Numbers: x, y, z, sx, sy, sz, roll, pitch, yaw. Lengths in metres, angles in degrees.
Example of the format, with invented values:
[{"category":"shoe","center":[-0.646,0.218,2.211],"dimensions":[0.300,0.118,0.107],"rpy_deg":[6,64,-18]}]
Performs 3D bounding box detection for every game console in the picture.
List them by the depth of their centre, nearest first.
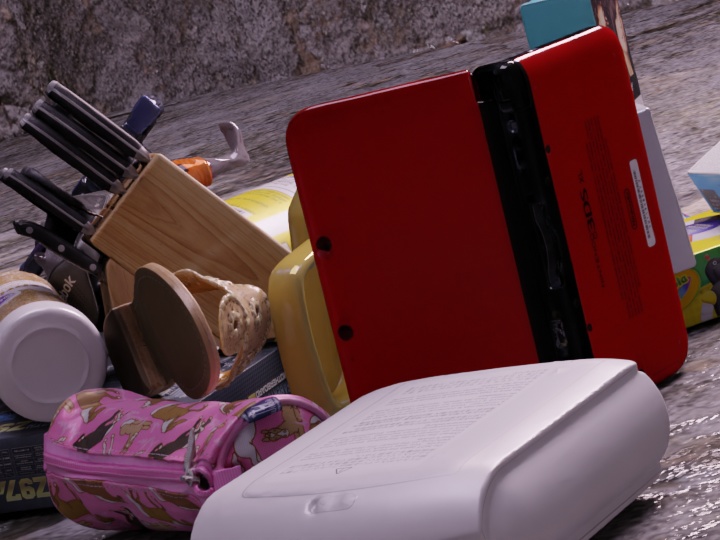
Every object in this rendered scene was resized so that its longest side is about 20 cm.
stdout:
[{"category":"game console","center":[0.073,-0.016,1.486],"dimensions":[0.119,0.200,0.172],"rpy_deg":[-6,12,38]}]

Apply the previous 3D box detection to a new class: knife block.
[{"category":"knife block","center":[-0.115,-0.037,1.666],"dimensions":[0.200,0.176,0.064],"rpy_deg":[-9,5,-10]}]

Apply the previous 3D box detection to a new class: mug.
[{"category":"mug","center":[0.026,0.007,1.579],"dimensions":[0.149,0.153,0.187],"rpy_deg":[-13,9,2]}]

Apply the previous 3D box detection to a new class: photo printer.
[{"category":"photo printer","center":[0.030,0.103,1.243],"dimensions":[0.166,0.069,0.200],"rpy_deg":[-9,11,31]}]

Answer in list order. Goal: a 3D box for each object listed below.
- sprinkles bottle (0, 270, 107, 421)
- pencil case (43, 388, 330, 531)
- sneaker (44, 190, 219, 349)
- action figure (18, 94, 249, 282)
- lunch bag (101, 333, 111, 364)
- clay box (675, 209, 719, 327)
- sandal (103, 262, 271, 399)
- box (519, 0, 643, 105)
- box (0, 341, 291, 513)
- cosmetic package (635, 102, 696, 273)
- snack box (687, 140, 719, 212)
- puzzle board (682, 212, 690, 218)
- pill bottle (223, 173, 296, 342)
[{"category":"sprinkles bottle","center":[-0.199,0.044,1.654],"dimensions":[0.068,0.068,0.200],"rpy_deg":[-16,9,-11]},{"category":"pencil case","center":[-0.089,0.102,1.413],"dimensions":[0.083,0.087,0.200],"rpy_deg":[-52,25,-22]},{"category":"sneaker","center":[-0.154,0.022,1.765],"dimensions":[0.090,0.200,0.066],"rpy_deg":[-3,-42,-28]},{"category":"action figure","center":[-0.147,-0.038,1.915],"dimensions":[0.193,0.105,0.200],"rpy_deg":[-30,-16,-45]},{"category":"lunch bag","center":[-0.249,0.049,2.024],"dimensions":[0.160,0.076,0.200],"rpy_deg":[-17,10,-31]},{"category":"clay box","center":[0.202,0.000,1.684],"dimensions":[0.200,0.048,0.115],"rpy_deg":[-17,10,-20]},{"category":"sandal","center":[-0.086,0.027,1.509],"dimensions":[0.070,0.078,0.212],"rpy_deg":[-21,-1,-19]},{"category":"box","center":[0.160,-0.090,1.810],"dimensions":[0.049,0.200,0.082],"rpy_deg":[-12,9,19]},{"category":"box","center":[-0.153,0.096,1.640],"dimensions":[0.200,0.051,0.158],"rpy_deg":[-10,10,24]},{"category":"cosmetic package","center":[0.131,-0.052,1.648],"dimensions":[0.071,0.101,0.200],"rpy_deg":[-19,12,-5]},{"category":"snack box","center":[0.306,-0.109,1.683],"dimensions":[0.200,0.037,0.116],"rpy_deg":[-42,17,-15]},{"category":"puzzle board","center":[0.161,-0.024,2.003],"dimensions":[0.151,0.017,0.200],"rpy_deg":[-15,8,-5]},{"category":"pill bottle","center":[-0.053,-0.004,1.902],"dimensions":[0.114,0.114,0.200],"rpy_deg":[-6,12,41]}]
